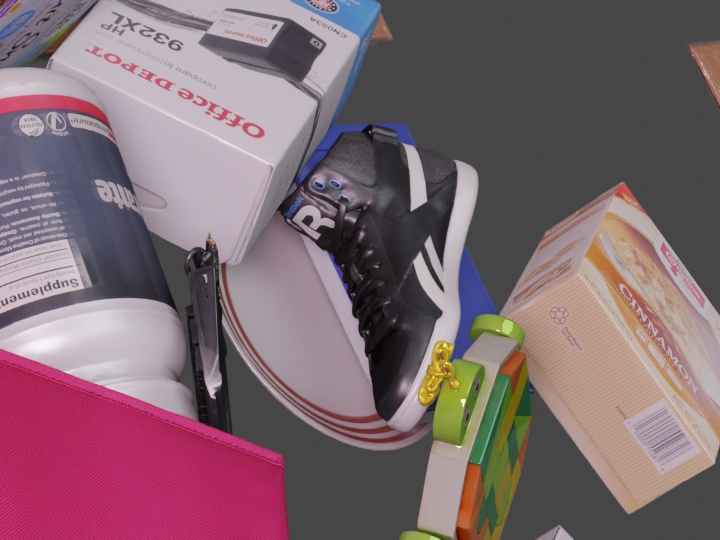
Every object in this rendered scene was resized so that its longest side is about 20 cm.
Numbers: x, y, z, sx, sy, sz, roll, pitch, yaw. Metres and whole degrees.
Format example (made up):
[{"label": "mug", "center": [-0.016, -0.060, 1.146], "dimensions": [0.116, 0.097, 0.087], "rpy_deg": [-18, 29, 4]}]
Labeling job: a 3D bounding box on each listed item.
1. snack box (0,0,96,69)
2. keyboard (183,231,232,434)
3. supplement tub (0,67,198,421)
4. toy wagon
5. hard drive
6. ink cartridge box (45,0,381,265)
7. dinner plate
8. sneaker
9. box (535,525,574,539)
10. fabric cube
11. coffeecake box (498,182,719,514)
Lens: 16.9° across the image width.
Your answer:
[{"label": "snack box", "center": [-0.205, -0.146, 1.277], "dimensions": [0.068, 0.200, 0.169], "rpy_deg": [55, 35, 1]}, {"label": "keyboard", "center": [-0.079, 0.063, 1.284], "dimensions": [0.021, 0.200, 0.127], "rpy_deg": [-3, 55, -3]}, {"label": "supplement tub", "center": [-0.171, 0.011, 1.237], "dimensions": [0.140, 0.140, 0.200], "rpy_deg": [2, 60, -48]}, {"label": "toy wagon", "center": [0.062, 0.104, 1.400], "dimensions": [0.040, 0.200, 0.155], "rpy_deg": [14, 65, 13]}, {"label": "hard drive", "center": [0.024, -0.001, 1.527], "dimensions": [0.132, 0.025, 0.200], "rpy_deg": [-6, 65, -51]}, {"label": "ink cartridge box", "center": [-0.092, -0.112, 1.438], "dimensions": [0.145, 0.084, 0.200], "rpy_deg": [26, 38, 3]}, {"label": "dinner plate", "center": [-0.025, 0.025, 1.491], "dimensions": [0.200, 0.024, 0.200], "rpy_deg": [29, 43, -31]}, {"label": "sneaker", "center": [0.000, 0.000, 1.437], "dimensions": [0.112, 0.073, 0.200], "rpy_deg": [22, 47, -12]}, {"label": "box", "center": [0.118, 0.255, 1.349], "dimensions": [0.200, 0.156, 0.041], "rpy_deg": [45, 34, -11]}, {"label": "fabric cube", "center": [-0.157, 0.181, 1.064], "dimensions": [0.196, 0.200, 0.199], "rpy_deg": [22, 44, -35]}, {"label": "coffeecake box", "center": [0.177, 0.047, 1.617], "dimensions": [0.154, 0.073, 0.200], "rpy_deg": [53, 23, -7]}]
